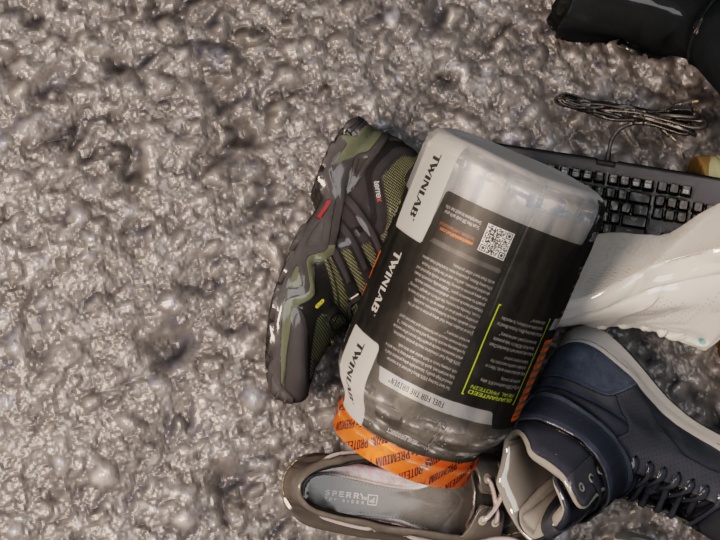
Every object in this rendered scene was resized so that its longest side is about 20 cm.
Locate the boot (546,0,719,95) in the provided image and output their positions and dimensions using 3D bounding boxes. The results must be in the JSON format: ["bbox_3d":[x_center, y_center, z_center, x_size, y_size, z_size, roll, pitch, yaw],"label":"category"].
[{"bbox_3d":[0.210,-0.157,0.866,0.166,0.201,0.077,16,114,-7],"label":"boot"}]

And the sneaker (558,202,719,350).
[{"bbox_3d":[0.198,0.019,0.850,0.198,0.076,0.089,-15,122,24],"label":"sneaker"}]

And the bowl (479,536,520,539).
[{"bbox_3d":[0.060,0.290,0.840,0.198,0.075,0.202,-25,87,-9],"label":"bowl"}]

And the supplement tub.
[{"bbox_3d":[0.062,0.024,0.806,0.121,0.123,0.202,22,101,-4],"label":"supplement tub"}]

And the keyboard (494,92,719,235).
[{"bbox_3d":[0.168,-0.066,0.894,0.197,0.021,0.129,10,82,14],"label":"keyboard"}]

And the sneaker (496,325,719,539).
[{"bbox_3d":[0.180,0.148,0.843,0.202,0.077,0.146,41,45,7],"label":"sneaker"}]

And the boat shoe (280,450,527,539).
[{"bbox_3d":[0.045,0.154,0.863,0.197,0.057,0.068,5,82,-6],"label":"boat shoe"}]

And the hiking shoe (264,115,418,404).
[{"bbox_3d":[0.000,0.000,0.868,0.099,0.076,0.202,19,80,-1],"label":"hiking shoe"}]

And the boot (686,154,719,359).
[{"bbox_3d":[0.323,0.006,0.908,0.152,0.072,0.203,-10,80,-4],"label":"boot"}]

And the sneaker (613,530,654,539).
[{"bbox_3d":[0.245,0.252,0.877,0.198,0.076,0.081,25,93,1],"label":"sneaker"}]
